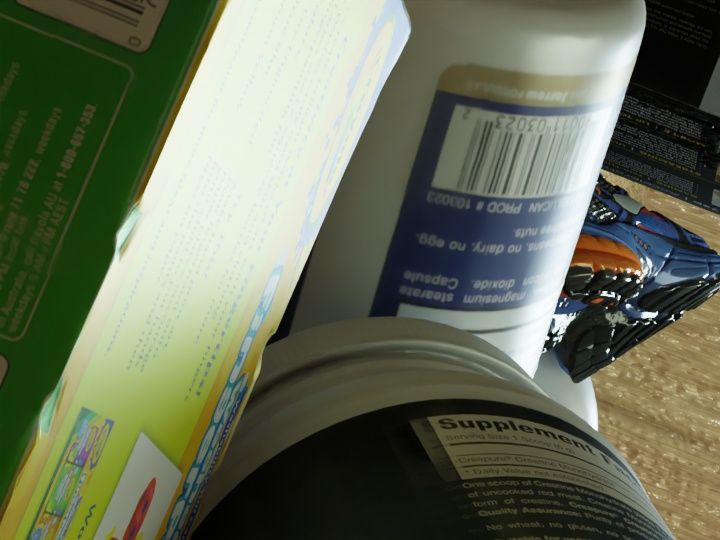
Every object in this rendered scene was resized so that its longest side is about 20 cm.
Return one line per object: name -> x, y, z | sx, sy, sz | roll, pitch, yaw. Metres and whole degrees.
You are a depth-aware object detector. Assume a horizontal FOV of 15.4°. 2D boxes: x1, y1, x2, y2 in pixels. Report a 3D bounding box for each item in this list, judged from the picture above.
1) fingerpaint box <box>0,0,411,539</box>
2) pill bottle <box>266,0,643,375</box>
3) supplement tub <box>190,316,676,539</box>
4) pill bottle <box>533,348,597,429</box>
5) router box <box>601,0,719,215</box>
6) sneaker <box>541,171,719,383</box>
fingerpaint box -> -0.067, 0.008, 0.529 | 0.167, 0.073, 0.201 | 50, 63, -79
pill bottle -> 0.000, 0.000, 0.751 | 0.111, 0.110, 0.201 | -50, 158, -65
supplement tub -> 0.024, 0.112, 0.625 | 0.200, 0.139, 0.141 | -121, -138, -58
pill bottle -> 0.038, 0.054, 1.067 | 0.200, 0.110, 0.111 | -64, 173, -83
router box -> 0.094, -0.071, 0.922 | 0.149, 0.199, 0.051 | 64, 48, -79
sneaker -> 0.076, -0.013, 0.945 | 0.075, 0.079, 0.200 | -31, 165, 14
